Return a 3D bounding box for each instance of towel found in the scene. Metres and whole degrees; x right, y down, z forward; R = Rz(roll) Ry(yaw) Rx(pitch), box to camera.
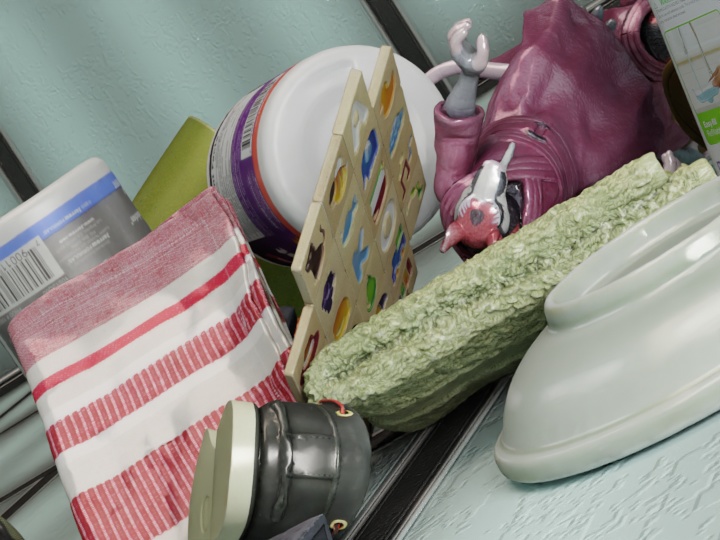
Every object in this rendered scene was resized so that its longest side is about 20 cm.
[{"bbox_3d":[-0.100,0.061,1.119,0.144,0.023,0.201,-33,50,7],"label":"towel"},{"bbox_3d":[0.075,0.013,0.966,0.199,0.037,0.148,-30,-14,9],"label":"towel"}]

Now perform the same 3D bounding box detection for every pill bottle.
[{"bbox_3d":[-0.148,0.044,1.305,0.113,0.201,0.114,-33,6,4],"label":"pill bottle"},{"bbox_3d":[-0.026,-0.059,1.242,0.111,0.112,0.200,-35,6,-15],"label":"pill bottle"}]

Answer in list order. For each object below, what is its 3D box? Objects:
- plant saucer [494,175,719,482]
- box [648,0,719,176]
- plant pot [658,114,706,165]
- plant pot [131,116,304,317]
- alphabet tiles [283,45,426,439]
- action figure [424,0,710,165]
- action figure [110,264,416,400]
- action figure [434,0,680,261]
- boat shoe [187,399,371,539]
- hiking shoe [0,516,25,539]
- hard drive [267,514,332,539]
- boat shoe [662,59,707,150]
[{"bbox_3d":[0.127,0.006,0.829,0.199,0.050,0.200,-33,6,4],"label":"plant saucer"},{"bbox_3d":[0.197,-0.132,0.895,0.096,0.178,0.200,-23,1,-16],"label":"box"},{"bbox_3d":[0.210,-0.134,1.354,0.200,0.093,0.201,-34,6,4],"label":"plant pot"},{"bbox_3d":[-0.112,0.033,1.465,0.200,0.187,0.187,-49,7,-6],"label":"plant pot"},{"bbox_3d":[0.000,0.000,1.009,0.200,0.006,0.168,72,-148,-62],"label":"alphabet tiles"},{"bbox_3d":[0.134,-0.125,1.230,0.148,0.135,0.200,6,-17,-29],"label":"action figure"},{"bbox_3d":[-0.021,0.059,1.181,0.198,0.105,0.194,-3,26,23],"label":"action figure"},{"bbox_3d":[0.077,-0.054,1.101,0.149,0.134,0.200,-46,1,41],"label":"action figure"},{"bbox_3d":[-0.041,0.100,0.944,0.063,0.074,0.201,5,-16,-12],"label":"boat shoe"},{"bbox_3d":[-0.198,0.157,1.125,0.076,0.101,0.200,-34,5,-22],"label":"hiking shoe"},{"bbox_3d":[-0.100,0.166,0.782,0.199,0.042,0.135,-31,6,27],"label":"hard drive"},{"bbox_3d":[0.232,-0.102,1.089,0.066,0.074,0.200,-32,14,-27],"label":"boat shoe"}]
